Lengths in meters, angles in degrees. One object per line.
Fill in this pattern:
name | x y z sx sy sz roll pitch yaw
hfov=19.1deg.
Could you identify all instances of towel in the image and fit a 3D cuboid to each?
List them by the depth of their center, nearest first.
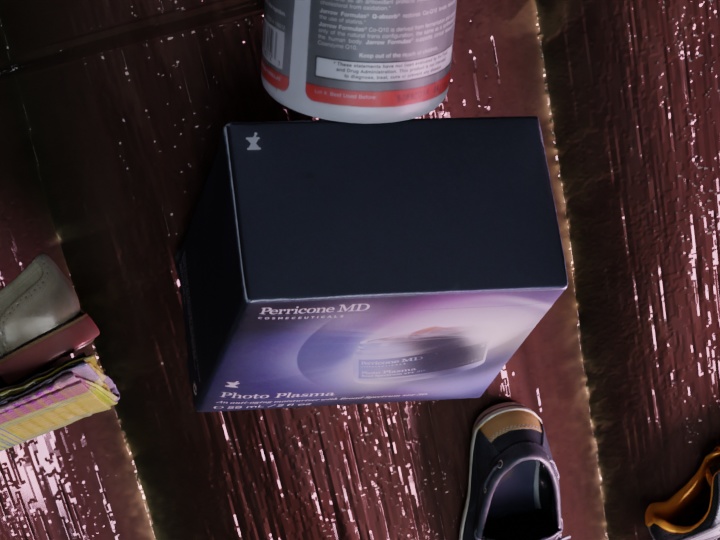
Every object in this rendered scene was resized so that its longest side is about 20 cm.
towel | -0.255 0.104 1.392 0.200 0.144 0.023 -21 80 -1

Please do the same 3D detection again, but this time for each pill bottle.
pill bottle | 0.003 -0.197 1.256 0.116 0.116 0.200 -2 116 -15

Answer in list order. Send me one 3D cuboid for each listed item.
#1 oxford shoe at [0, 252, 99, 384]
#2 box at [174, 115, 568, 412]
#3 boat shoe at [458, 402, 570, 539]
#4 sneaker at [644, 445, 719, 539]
oxford shoe | -0.271 0.052 1.389 0.200 0.070 0.075 -24 95 6
box | 0.000 0.000 1.331 0.200 0.123 0.198 -3 157 -14
boat shoe | 0.114 0.191 1.578 0.074 0.062 0.200 -11 126 -11
sneaker | 0.299 0.155 1.601 0.077 0.078 0.200 37 105 -22
